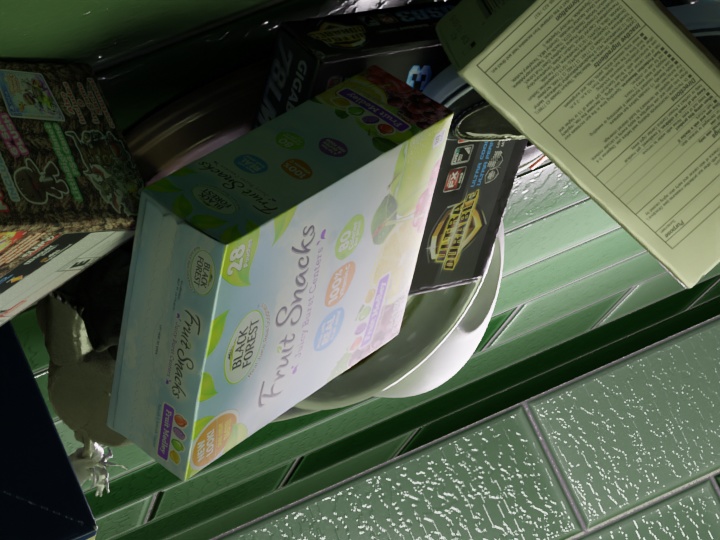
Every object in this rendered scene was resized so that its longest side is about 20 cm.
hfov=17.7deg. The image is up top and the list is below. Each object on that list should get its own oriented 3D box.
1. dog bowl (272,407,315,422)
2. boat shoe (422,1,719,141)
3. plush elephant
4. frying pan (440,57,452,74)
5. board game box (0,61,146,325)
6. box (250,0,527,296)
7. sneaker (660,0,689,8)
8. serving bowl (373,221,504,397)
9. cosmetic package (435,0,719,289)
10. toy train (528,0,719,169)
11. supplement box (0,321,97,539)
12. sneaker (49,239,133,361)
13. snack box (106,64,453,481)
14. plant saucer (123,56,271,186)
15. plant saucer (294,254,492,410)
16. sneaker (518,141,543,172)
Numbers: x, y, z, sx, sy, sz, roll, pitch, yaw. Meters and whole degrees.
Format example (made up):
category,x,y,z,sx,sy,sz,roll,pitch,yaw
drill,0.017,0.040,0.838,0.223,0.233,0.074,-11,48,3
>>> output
category,x,y,z,sx,sy,sz,roll,pitch,yaw
dog bowl,-0.100,0.069,1.789,0.200,0.079,0.200,-9,168,-2
boat shoe,0.136,-0.104,1.353,0.200,0.071,0.072,-15,151,2
plush elephant,-0.140,0.051,1.623,0.155,0.165,0.200,-53,172,-48
frying pan,0.118,-0.186,1.325,0.115,0.031,0.190,-15,155,-29
board game box,-0.233,-0.027,1.186,0.159,0.097,0.200,-32,167,28
box,0.016,-0.068,1.422,0.198,0.050,0.200,-12,132,-39
sneaker,0.161,-0.159,1.459,0.074,0.087,0.200,14,155,-12
serving bowl,0.055,0.000,1.694,0.066,0.200,0.200,11,-173,28
cosmetic package,0.148,-0.095,1.283,0.105,0.200,0.071,-42,-154,12
toy train,0.182,-0.133,1.727,0.200,0.056,0.150,-34,166,35
supplement box,-0.274,0.122,1.518,0.134,0.200,0.200,-22,170,-14
sneaker,-0.157,0.015,1.428,0.200,0.104,0.060,-15,173,41
snack box,-0.045,-0.001,1.291,0.200,0.068,0.169,-32,145,-42
plant saucer,-0.073,-0.084,1.461,0.200,0.030,0.200,-25,170,-5
plant saucer,0.000,0.000,1.552,0.200,0.050,0.200,-27,140,-25
sneaker,0.089,-0.113,1.562,0.200,0.075,0.106,-15,164,-40
